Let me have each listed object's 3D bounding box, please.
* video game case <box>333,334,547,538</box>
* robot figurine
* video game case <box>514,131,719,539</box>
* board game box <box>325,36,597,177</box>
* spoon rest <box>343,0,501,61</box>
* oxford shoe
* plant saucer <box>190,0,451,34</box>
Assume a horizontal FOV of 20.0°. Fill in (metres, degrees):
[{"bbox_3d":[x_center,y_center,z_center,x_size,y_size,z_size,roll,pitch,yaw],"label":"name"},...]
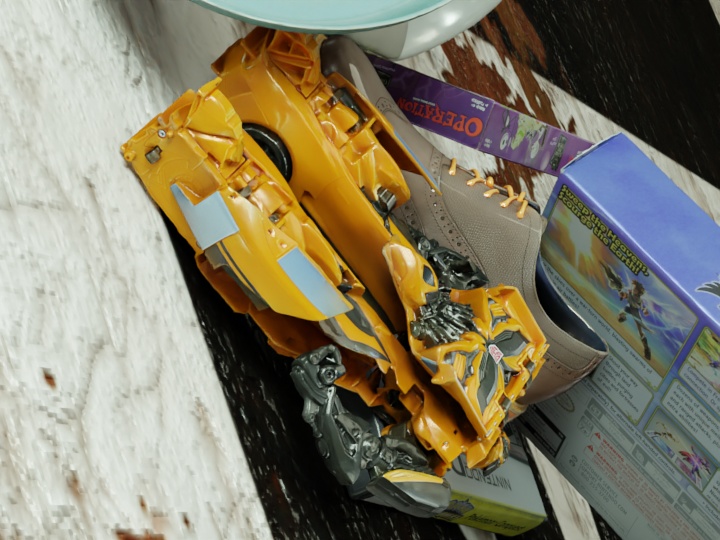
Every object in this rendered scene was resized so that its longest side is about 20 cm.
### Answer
[{"bbox_3d":[0.014,0.018,0.936,0.181,0.025,0.201,25,43,-62],"label":"video game case"},{"bbox_3d":[0.000,0.000,0.814,0.200,0.058,0.145,50,39,-10],"label":"robot figurine"},{"bbox_3d":[0.150,0.063,0.948,0.200,0.045,0.181,47,-30,19],"label":"video game case"},{"bbox_3d":[0.044,-0.080,1.024,0.200,0.120,0.032,9,99,-67],"label":"board game box"},{"bbox_3d":[0.006,-0.142,1.069,0.099,0.061,0.200,47,22,20],"label":"spoon rest"},{"bbox_3d":[0.041,-0.028,0.913,0.200,0.073,0.071,57,20,-19],"label":"oxford shoe"},{"bbox_3d":[-0.030,-0.173,0.831,0.027,0.199,0.201,116,-37,-57],"label":"plant saucer"}]
